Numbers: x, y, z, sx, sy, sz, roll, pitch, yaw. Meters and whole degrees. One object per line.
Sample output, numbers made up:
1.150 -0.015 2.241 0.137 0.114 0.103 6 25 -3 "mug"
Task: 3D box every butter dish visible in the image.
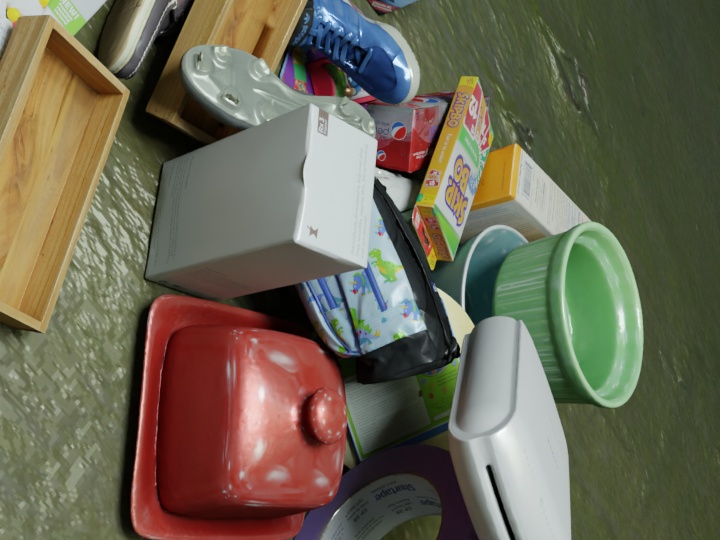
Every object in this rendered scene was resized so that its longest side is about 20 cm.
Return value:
-0.074 0.125 0.775 0.198 0.146 0.204 18 69 -47 "butter dish"

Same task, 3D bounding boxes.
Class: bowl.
0.133 0.056 1.074 0.199 0.104 0.205 14 72 -49 "bowl"

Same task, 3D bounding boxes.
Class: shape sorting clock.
0.036 0.109 0.937 0.196 0.039 0.204 0 91 -17 "shape sorting clock"

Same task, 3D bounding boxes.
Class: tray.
-0.106 -0.210 0.807 0.203 0.037 0.098 -65 153 0 "tray"
-0.238 -0.068 0.668 0.099 0.036 0.204 45 54 -58 "tray"

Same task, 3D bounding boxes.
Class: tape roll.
0.030 0.256 0.829 0.066 0.198 0.201 53 46 -27 "tape roll"

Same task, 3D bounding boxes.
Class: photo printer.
0.129 0.155 0.782 0.201 0.068 0.169 -64 136 -64 "photo printer"

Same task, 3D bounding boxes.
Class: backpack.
0.000 0.000 0.840 0.163 0.151 0.204 15 63 -80 "backpack"

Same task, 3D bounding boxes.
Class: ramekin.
0.231 0.054 1.034 0.198 0.097 0.204 15 70 -48 "ramekin"

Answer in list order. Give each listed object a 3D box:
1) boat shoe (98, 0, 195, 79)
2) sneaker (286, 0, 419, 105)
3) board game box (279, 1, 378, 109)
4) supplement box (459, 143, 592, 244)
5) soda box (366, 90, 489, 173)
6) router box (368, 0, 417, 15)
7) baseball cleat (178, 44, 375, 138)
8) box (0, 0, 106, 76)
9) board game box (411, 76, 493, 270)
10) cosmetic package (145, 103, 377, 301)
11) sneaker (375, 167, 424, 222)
-0.167 -0.240 0.802 0.065 0.071 0.203 36 50 -34 "boat shoe"
-0.036 -0.231 0.912 0.201 0.077 0.111 50 43 10 "sneaker"
-0.010 -0.215 1.008 0.158 0.038 0.203 38 54 -39 "board game box"
0.189 -0.064 1.151 0.199 0.124 0.075 36 55 -41 "supplement box"
0.079 -0.163 1.061 0.199 0.063 0.071 -22 121 -55 "soda box"
0.031 -0.390 1.011 0.200 0.148 0.063 44 52 -35 "router box"
-0.082 -0.127 0.799 0.198 0.106 0.071 18 64 -36 "baseball cleat"
-0.289 -0.205 0.669 0.157 0.041 0.202 53 45 -30 "box"
0.103 -0.106 1.015 0.202 0.029 0.096 -67 150 -27 "board game box"
-0.084 -0.048 0.756 0.080 0.198 0.115 22 68 -43 "cosmetic package"
0.013 -0.079 0.987 0.199 0.076 0.082 -24 92 -51 "sneaker"
